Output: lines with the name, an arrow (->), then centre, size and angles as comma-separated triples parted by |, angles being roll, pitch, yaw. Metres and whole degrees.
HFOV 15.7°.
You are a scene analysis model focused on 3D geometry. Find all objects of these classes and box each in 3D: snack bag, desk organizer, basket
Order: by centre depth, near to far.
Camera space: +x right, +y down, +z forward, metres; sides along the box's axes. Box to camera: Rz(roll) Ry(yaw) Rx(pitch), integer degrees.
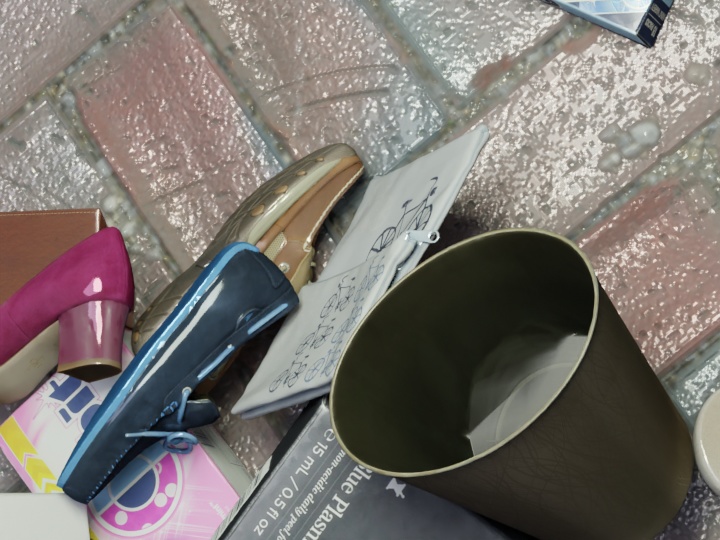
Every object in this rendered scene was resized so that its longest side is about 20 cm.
basket -> 0.108, 0.085, 1.545 | 0.180, 0.200, 0.137 | -34, 52, 16
snack bag -> 0.000, 0.000, 1.638 | 0.021, 0.188, 0.201 | 35, 70, -13
desk organizer -> -0.256, 0.004, 1.811 | 0.198, 0.072, 0.078 | -1, 79, 20

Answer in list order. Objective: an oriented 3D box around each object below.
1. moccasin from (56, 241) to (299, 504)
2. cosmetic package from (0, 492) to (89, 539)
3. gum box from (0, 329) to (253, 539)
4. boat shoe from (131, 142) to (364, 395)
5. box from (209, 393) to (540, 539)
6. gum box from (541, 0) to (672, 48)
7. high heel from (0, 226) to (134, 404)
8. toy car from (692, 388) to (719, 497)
moccasin -> -0.115, 0.075, 1.670 | 0.068, 0.080, 0.200 | 38, 94, -8
cosmetic package -> -0.290, 0.244, 1.697 | 0.199, 0.167, 0.168 | -20, 72, 47
gum box -> -0.148, 0.142, 1.750 | 0.113, 0.066, 0.200 | -42, 70, 8
boat shoe -> -0.066, -0.001, 1.748 | 0.072, 0.076, 0.200 | 44, 89, -14
box -> 0.000, 0.207, 1.624 | 0.199, 0.117, 0.197 | 36, 95, -3
gum box -> 0.156, -0.272, 1.713 | 0.169, 0.045, 0.201 | 26, 92, 22
high heel -> -0.231, 0.033, 1.741 | 0.199, 0.067, 0.097 | -9, 68, 29
toy car -> 0.299, 0.125, 1.553 | 0.149, 0.175, 0.201 | -5, 71, -20
